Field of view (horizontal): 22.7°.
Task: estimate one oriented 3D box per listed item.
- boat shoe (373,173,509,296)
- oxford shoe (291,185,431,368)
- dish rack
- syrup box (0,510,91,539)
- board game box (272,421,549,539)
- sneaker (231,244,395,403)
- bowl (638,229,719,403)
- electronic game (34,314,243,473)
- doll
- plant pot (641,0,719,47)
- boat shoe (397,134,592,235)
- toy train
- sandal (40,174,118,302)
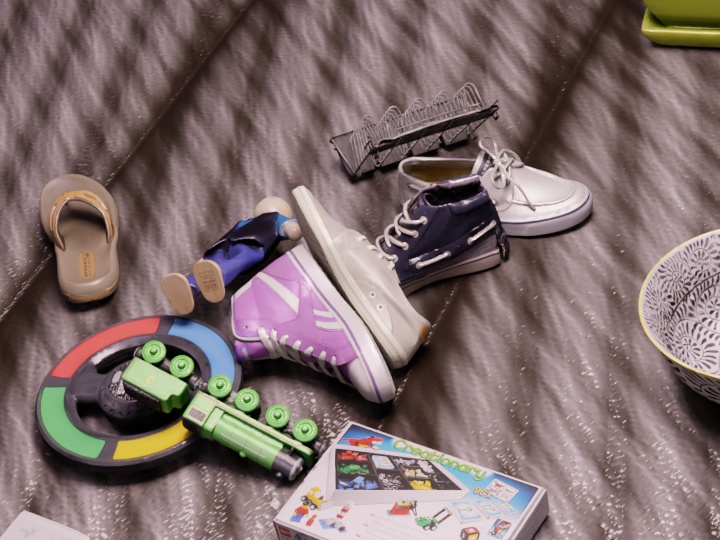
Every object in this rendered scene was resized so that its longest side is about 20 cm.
[{"bbox_3d":[0.043,-0.030,1.743,0.199,0.093,0.075,-20,41,-7],"label":"boat shoe"},{"bbox_3d":[0.000,0.000,1.691,0.058,0.075,0.200,-33,74,-9],"label":"oxford shoe"},{"bbox_3d":[0.058,-0.147,1.828,0.153,0.055,0.200,-20,-3,-10],"label":"dish rack"},{"bbox_3d":[-0.296,0.301,1.457,0.081,0.079,0.200,15,47,29],"label":"syrup box"},{"bbox_3d":[0.043,0.207,1.512,0.199,0.035,0.126,17,49,30],"label":"board game box"},{"bbox_3d":[-0.052,0.073,1.670,0.114,0.073,0.201,-32,47,-9],"label":"sneaker"},{"bbox_3d":[0.346,0.059,1.560,0.200,0.094,0.201,-8,40,7],"label":"bowl"},{"bbox_3d":[-0.208,0.113,1.683,0.199,0.042,0.200,-8,41,6],"label":"electronic game"},{"bbox_3d":[-0.116,-0.022,1.783,0.136,0.049,0.200,-20,14,29],"label":"doll"},{"bbox_3d":[0.400,-0.356,1.962,0.198,0.182,0.200,4,43,20],"label":"plant pot"},{"bbox_3d":[0.131,-0.092,1.798,0.201,0.086,0.075,6,43,21],"label":"boat shoe"},{"bbox_3d":[-0.125,0.127,1.609,0.199,0.042,0.057,27,64,14],"label":"toy train"},{"bbox_3d":[-0.293,-0.045,1.868,0.080,0.054,0.200,-15,40,-4],"label":"sandal"}]
